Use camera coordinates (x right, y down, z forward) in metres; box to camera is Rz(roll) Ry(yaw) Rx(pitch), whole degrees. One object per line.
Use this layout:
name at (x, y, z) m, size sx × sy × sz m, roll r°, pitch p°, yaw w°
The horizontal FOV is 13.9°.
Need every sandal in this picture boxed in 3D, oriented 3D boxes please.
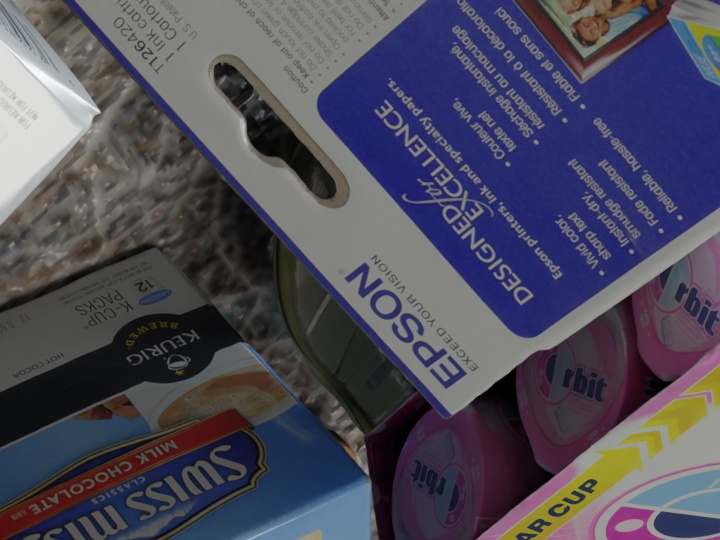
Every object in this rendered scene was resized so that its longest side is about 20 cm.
sandal at (-0.001, 0.001, 0.989) m, size 0.080 × 0.057 × 0.201 m, roll -41°, pitch 156°, yaw -14°

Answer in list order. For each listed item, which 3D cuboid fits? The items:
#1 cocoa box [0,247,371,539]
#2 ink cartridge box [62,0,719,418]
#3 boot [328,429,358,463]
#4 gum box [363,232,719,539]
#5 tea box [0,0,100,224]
cocoa box at (-0.082, 0.123, 0.959) m, size 0.133 × 0.131 × 0.201 m, roll -23°, pitch 136°, yaw -24°
ink cartridge box at (0.027, -0.083, 0.807) m, size 0.200 × 0.198 × 0.047 m, roll -37°, pitch -173°, yaw 43°
boot at (-0.015, 0.146, 1.082) m, size 0.073 × 0.075 × 0.201 m, roll -18°, pitch 133°, yaw -26°
gum box at (0.102, 0.042, 0.917) m, size 0.113 × 0.066 × 0.200 m, roll 9°, pitch 146°, yaw -30°
tea box at (-0.206, -0.048, 0.664) m, size 0.197 × 0.134 × 0.200 m, roll -46°, pitch 122°, yaw 2°
